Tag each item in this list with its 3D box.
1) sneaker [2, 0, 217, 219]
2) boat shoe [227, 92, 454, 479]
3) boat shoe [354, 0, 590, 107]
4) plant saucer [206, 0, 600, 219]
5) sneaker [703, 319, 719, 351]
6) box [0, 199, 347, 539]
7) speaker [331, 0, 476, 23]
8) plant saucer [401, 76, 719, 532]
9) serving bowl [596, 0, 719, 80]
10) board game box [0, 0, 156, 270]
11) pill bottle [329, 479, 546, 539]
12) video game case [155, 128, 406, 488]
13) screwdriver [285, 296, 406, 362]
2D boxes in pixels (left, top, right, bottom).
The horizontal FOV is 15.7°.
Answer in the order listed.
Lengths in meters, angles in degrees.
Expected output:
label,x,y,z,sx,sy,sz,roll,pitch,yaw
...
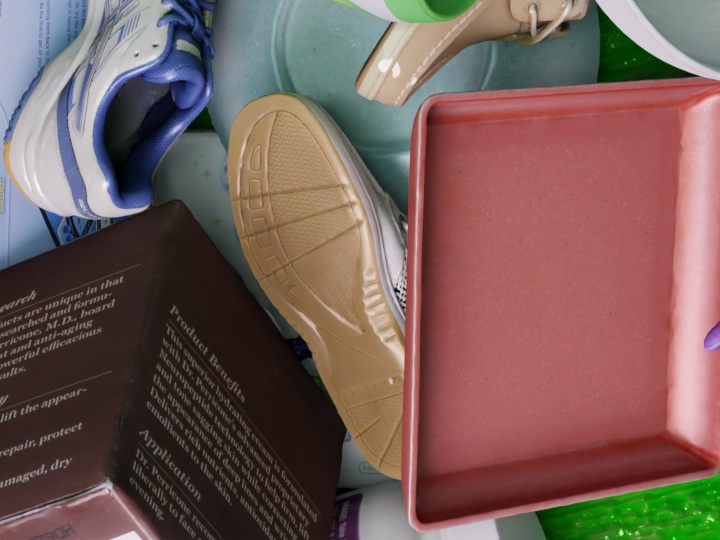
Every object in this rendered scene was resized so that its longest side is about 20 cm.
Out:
label,x,y,z,sx,sy,sz,roll,pitch,yaw
sneaker,-0.091,-0.114,1.235,0.088,0.075,0.200,18,85,48
boat shoe,0.000,0.000,1.239,0.071,0.069,0.200,-12,109,33
boat shoe,0.079,-0.139,1.194,0.065,0.071,0.200,45,74,0
plant saucer,0.014,-0.108,1.256,0.201,0.039,0.201,1,93,13
sneaker,0.204,0.010,1.231,0.083,0.081,0.200,2,101,18
box,-0.123,0.109,1.202,0.164,0.200,0.166,-21,123,22
speaker,-0.038,-0.168,1.146,0.200,0.088,0.088,19,105,30
plant saucer,0.093,0.009,1.221,0.037,0.200,0.200,16,108,52
serving bowl,0.158,-0.184,1.171,0.066,0.200,0.200,6,106,55
board game box,-0.150,-0.094,1.278,0.103,0.019,0.200,2,90,-20
pill bottle,-0.008,0.169,1.287,0.200,0.112,0.112,-21,95,18
video game case,-0.042,0.019,1.315,0.200,0.024,0.182,1,100,13
screwdriver,-0.002,0.023,1.283,0.200,0.028,0.029,-28,121,14
